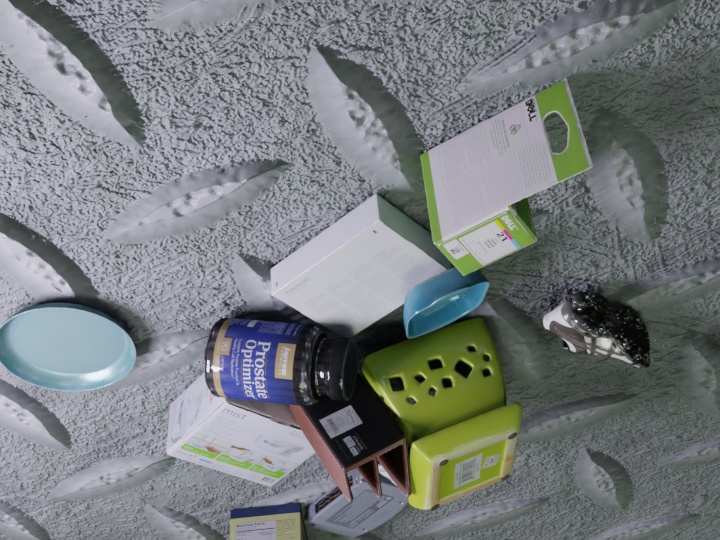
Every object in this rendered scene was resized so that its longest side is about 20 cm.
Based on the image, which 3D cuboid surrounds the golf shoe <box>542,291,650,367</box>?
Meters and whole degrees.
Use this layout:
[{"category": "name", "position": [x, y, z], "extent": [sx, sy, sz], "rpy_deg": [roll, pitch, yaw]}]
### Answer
[{"category": "golf shoe", "position": [0.349, 0.091, 1.524], "extent": [0.199, 0.079, 0.094], "rpy_deg": [31, 146, -33]}]

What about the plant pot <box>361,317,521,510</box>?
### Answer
[{"category": "plant pot", "position": [0.123, 0.220, 1.515], "extent": [0.196, 0.183, 0.202], "rpy_deg": [-18, 143, -14]}]

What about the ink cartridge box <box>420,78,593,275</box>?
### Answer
[{"category": "ink cartridge box", "position": [0.177, -0.106, 1.201], "extent": [0.198, 0.149, 0.076], "rpy_deg": [-26, 137, 23]}]

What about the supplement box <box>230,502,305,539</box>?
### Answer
[{"category": "supplement box", "position": [-0.163, 0.570, 1.919], "extent": [0.132, 0.202, 0.202], "rpy_deg": [-5, 140, 0]}]

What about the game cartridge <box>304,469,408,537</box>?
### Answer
[{"category": "game cartridge", "position": [0.003, 0.423, 1.894], "extent": [0.132, 0.041, 0.200], "rpy_deg": [25, 131, -26]}]

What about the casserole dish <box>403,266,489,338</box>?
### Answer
[{"category": "casserole dish", "position": [0.109, 0.040, 1.395], "extent": [0.120, 0.039, 0.200], "rpy_deg": [-25, 167, -5]}]

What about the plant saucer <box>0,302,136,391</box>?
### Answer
[{"category": "plant saucer", "position": [-0.419, 0.106, 1.483], "extent": [0.196, 0.028, 0.202], "rpy_deg": [-3, 139, -3]}]

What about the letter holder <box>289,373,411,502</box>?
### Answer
[{"category": "letter holder", "position": [-0.019, 0.241, 1.493], "extent": [0.099, 0.200, 0.144], "rpy_deg": [-24, 133, -17]}]

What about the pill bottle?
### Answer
[{"category": "pill bottle", "position": [-0.108, 0.128, 1.441], "extent": [0.197, 0.113, 0.113], "rpy_deg": [4, 142, 14]}]

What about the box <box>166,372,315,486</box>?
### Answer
[{"category": "box", "position": [-0.171, 0.235, 1.606], "extent": [0.198, 0.098, 0.176], "rpy_deg": [24, 132, -29]}]

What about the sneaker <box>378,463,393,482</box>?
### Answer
[{"category": "sneaker", "position": [0.075, 0.289, 1.717], "extent": [0.086, 0.076, 0.200], "rpy_deg": [23, 131, -19]}]

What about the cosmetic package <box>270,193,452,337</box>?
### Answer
[{"category": "cosmetic package", "position": [0.000, 0.000, 1.383], "extent": [0.199, 0.052, 0.150], "rpy_deg": [-33, 135, 29]}]
